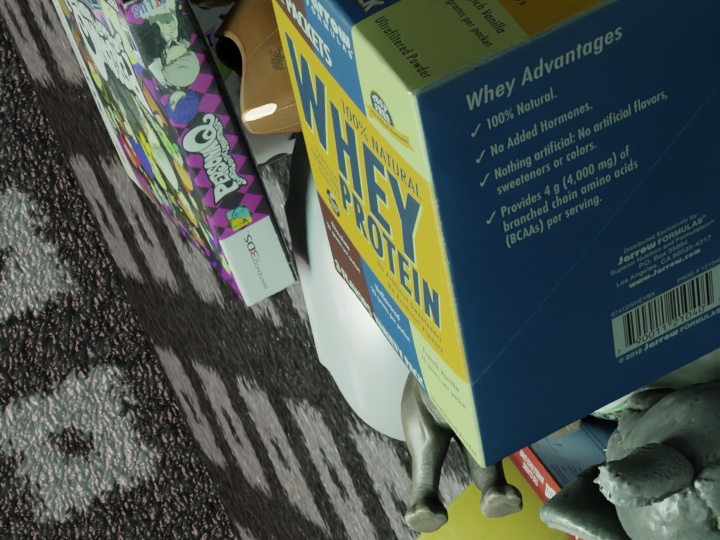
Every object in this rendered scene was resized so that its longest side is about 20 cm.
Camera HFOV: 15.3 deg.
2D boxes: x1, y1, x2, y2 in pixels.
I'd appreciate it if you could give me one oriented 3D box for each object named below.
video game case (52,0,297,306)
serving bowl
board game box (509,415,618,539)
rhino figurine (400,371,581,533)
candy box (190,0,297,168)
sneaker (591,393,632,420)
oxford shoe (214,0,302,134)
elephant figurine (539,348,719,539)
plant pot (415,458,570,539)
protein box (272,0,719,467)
[{"bbox_3d":[-0.109,-0.097,1.405,0.200,0.036,0.182,44,159,57],"label":"video game case"},{"bbox_3d":[0.000,0.000,1.432,0.200,0.065,0.202,166,90,-89],"label":"serving bowl"},{"bbox_3d":[0.135,0.105,1.380,0.200,0.102,0.020,-126,42,-68],"label":"board game box"},{"bbox_3d":[0.070,0.036,1.227,0.200,0.059,0.088,121,152,-49],"label":"rhino figurine"},{"bbox_3d":[-0.047,-0.169,1.481,0.072,0.167,0.201,50,163,51],"label":"candy box"},{"bbox_3d":[0.112,0.048,1.454,0.088,0.077,0.200,38,176,-31],"label":"sneaker"},{"bbox_3d":[-0.042,-0.136,1.341,0.201,0.071,0.072,-96,-20,-56],"label":"oxford shoe"},{"bbox_3d":[0.151,0.091,1.228,0.156,0.141,0.200,63,165,-22],"label":"elephant figurine"},{"bbox_3d":[0.118,0.219,1.559,0.189,0.201,0.201,44,163,14],"label":"plant pot"},{"bbox_3d":[0.087,-0.071,1.035,0.135,0.198,0.201,52,163,42],"label":"protein box"}]
